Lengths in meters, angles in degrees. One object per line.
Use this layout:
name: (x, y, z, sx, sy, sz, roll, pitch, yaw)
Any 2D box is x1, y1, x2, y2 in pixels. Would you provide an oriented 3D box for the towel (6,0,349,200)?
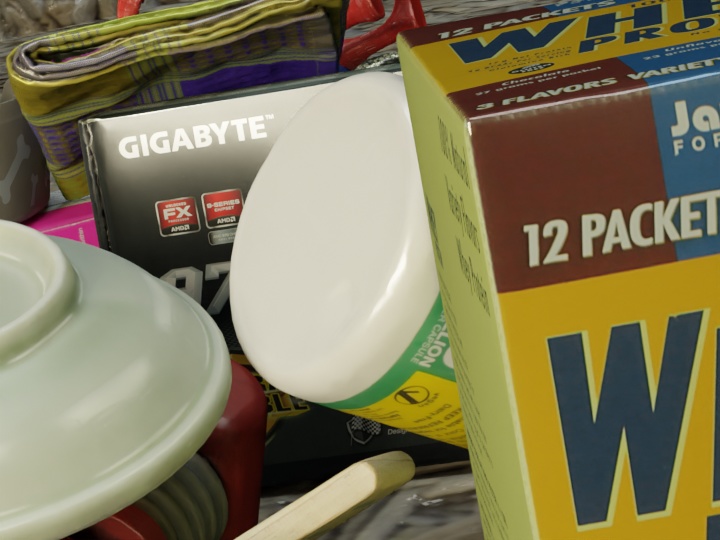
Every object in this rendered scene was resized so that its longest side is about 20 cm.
towel: (-0.073, -0.076, 1.132, 0.143, 0.023, 0.200, -15, -12, -5)

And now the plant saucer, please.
plant saucer: (-0.144, 0.027, 0.858, 0.200, 0.050, 0.200, -6, 27, 3)

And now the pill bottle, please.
pill bottle: (0.065, 0.012, 0.919, 0.200, 0.113, 0.113, 19, -7, -34)

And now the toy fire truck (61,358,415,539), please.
toy fire truck: (-0.071, 0.078, 0.912, 0.200, 0.129, 0.176, 16, 27, 20)

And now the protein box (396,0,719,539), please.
protein box: (0.100, 0.029, 0.736, 0.135, 0.200, 0.199, -11, 12, -2)

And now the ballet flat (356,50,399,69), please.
ballet flat: (-0.048, -0.041, 1.275, 0.075, 0.200, 0.068, 38, 0, 31)

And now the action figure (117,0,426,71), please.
action figure: (-0.073, -0.110, 1.247, 0.200, 0.099, 0.065, -29, -23, 25)

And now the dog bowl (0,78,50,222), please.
dog bowl: (-0.233, -0.040, 1.205, 0.200, 0.059, 0.200, -11, 11, 2)

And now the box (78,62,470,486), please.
box: (0.000, 0.000, 1.057, 0.200, 0.159, 0.046, -8, 8, 12)

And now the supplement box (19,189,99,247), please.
supplement box: (-0.197, 0.034, 1.210, 0.200, 0.103, 0.101, -14, 12, -23)
